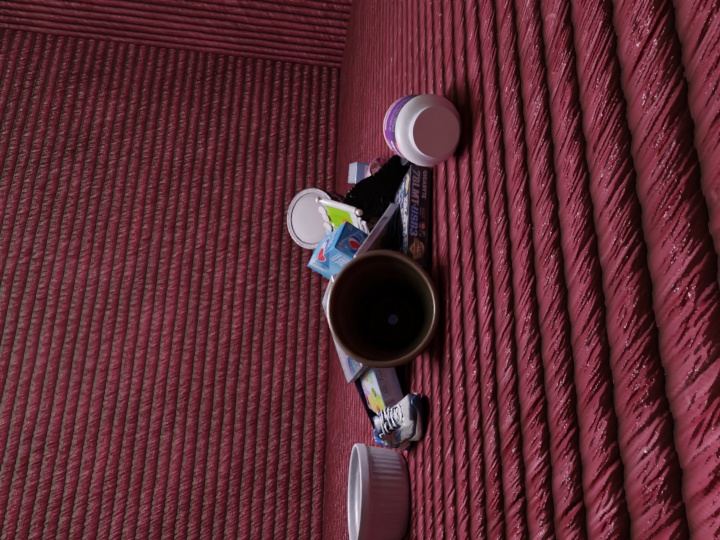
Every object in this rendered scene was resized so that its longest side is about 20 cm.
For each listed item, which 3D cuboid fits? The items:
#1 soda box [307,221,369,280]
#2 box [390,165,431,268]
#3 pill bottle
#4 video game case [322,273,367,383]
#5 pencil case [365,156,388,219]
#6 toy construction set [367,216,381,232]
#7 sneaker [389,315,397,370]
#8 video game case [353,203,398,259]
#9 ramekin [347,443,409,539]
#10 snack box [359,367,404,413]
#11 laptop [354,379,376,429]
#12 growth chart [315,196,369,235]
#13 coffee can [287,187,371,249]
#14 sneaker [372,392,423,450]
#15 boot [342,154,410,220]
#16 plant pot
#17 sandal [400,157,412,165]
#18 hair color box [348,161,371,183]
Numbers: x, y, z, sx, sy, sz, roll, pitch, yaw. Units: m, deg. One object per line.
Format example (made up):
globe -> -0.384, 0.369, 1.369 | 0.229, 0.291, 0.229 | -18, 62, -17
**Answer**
soda box -> -0.047, -0.038, 1.216 | 0.065, 0.067, 0.200 | -65, 14, -19
box -> 0.099, -0.084, 1.179 | 0.199, 0.049, 0.205 | 122, 152, -74
pill bottle -> 0.105, -0.239, 0.971 | 0.200, 0.110, 0.115 | -110, 25, -73
video game case -> -0.036, 0.131, 1.251 | 0.182, 0.023, 0.204 | 117, 137, -66
pencil case -> 0.046, -0.214, 1.536 | 0.201, 0.085, 0.084 | 105, -174, -62
toy construction set -> 0.032, -0.076, 1.452 | 0.201, 0.091, 0.133 | -54, -28, -40
sneaker -> 0.058, 0.160, 1.292 | 0.072, 0.071, 0.204 | -102, 16, -60
video game case -> 0.025, -0.027, 1.160 | 0.201, 0.017, 0.145 | -55, -20, -47
ramekin -> 0.036, 0.466, 1.187 | 0.200, 0.103, 0.205 | -176, 90, -82
snack box -> 0.030, 0.208, 1.240 | 0.142, 0.052, 0.204 | 168, 84, -73
laptop -> 0.045, 0.265, 1.413 | 0.202, 0.115, 0.187 | -59, -9, -4
growth chart -> -0.026, -0.072, 1.278 | 0.018, 0.143, 0.203 | -46, -47, -34
coffee can -> -0.077, -0.128, 1.483 | 0.199, 0.144, 0.150 | -2, -83, -64
sneaker -> 0.068, 0.295, 1.096 | 0.202, 0.083, 0.078 | 104, 167, -51
boot -> 0.032, -0.166, 1.340 | 0.080, 0.210, 0.158 | 49, 160, 5
plant pot -> 0.049, 0.080, 1.054 | 0.175, 0.195, 0.205 | 53, -141, -76
sandal -> 0.107, -0.269, 1.197 | 0.200, 0.047, 0.077 | 136, 135, -73
hair color box -> 0.022, -0.282, 1.682 | 0.200, 0.097, 0.062 | -125, 39, -79
